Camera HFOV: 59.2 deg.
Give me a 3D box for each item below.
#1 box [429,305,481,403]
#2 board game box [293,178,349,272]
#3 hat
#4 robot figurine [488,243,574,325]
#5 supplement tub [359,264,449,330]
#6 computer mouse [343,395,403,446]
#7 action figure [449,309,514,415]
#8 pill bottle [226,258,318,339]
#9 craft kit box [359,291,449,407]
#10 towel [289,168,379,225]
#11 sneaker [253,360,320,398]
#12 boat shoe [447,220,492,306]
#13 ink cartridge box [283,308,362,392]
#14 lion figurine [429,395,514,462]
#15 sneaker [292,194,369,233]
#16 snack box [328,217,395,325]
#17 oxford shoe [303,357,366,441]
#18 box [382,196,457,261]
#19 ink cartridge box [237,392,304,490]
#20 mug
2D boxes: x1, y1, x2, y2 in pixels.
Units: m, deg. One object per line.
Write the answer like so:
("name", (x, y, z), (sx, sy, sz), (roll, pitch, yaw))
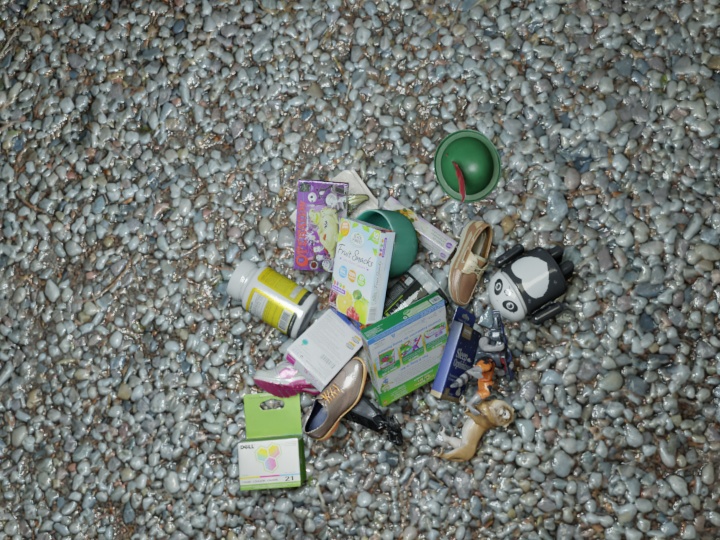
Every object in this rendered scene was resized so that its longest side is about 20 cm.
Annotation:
("box", (0.221, 0.192, 1.426), (0.032, 0.120, 0.206), (13, 83, 34))
("board game box", (-0.090, -0.101, 1.442), (0.116, 0.032, 0.207), (4, 105, 0))
("hat", (0.255, -0.252, 1.447), (0.161, 0.176, 0.206), (-20, 82, 2))
("robot figurine", (0.383, 0.027, 1.428), (0.196, 0.151, 0.127), (-31, 117, 0))
("supplement tub", (0.098, 0.096, 1.446), (0.199, 0.123, 0.123), (-43, 82, -2))
("computer mouse", (0.015, 0.321, 1.440), (0.195, 0.140, 0.054), (21, 62, 20))
("action figure", (0.273, 0.186, 1.402), (0.102, 0.194, 0.205), (2, 122, 31))
("pill bottle", (-0.206, 0.063, 1.481), (0.196, 0.114, 0.117), (30, 86, 8))
("craft kit box", (0.106, 0.175, 1.391), (0.195, 0.048, 0.202), (-24, 123, -16))
("towel", (-0.060, -0.142, 1.534), (0.199, 0.034, 0.134), (-40, 81, -1))
("sneaker", (-0.152, 0.238, 1.475), (0.193, 0.082, 0.091), (-2, 55, 7))
("boat shoe", (0.256, -0.018, 1.460), (0.074, 0.071, 0.207), (16, 84, -29))
("ink cartridge box", (-0.072, 0.171, 1.454), (0.119, 0.042, 0.200), (40, 48, 8))
("lion figurine", (0.253, 0.366, 1.432), (0.121, 0.073, 0.202), (31, 101, -19))
("sneaker", (-0.058, -0.111, 1.486), (0.196, 0.077, 0.090), (-29, 94, 8))
("snack box", (0.000, 0.000, 1.398), (0.140, 0.052, 0.207), (22, 106, 46))
("oxford shoe", (-0.053, 0.278, 1.377), (0.070, 0.073, 0.204), (28, 86, 30))
("box", (0.137, -0.099, 1.503), (0.198, 0.042, 0.039), (36, 61, 7))
("ink cartridge box", (-0.207, 0.388, 1.460), (0.143, 0.076, 0.207), (-6, 84, 4))
("mug", (0.049, -0.056, 1.468), (0.182, 0.112, 0.157), (-22, 76, 44))
